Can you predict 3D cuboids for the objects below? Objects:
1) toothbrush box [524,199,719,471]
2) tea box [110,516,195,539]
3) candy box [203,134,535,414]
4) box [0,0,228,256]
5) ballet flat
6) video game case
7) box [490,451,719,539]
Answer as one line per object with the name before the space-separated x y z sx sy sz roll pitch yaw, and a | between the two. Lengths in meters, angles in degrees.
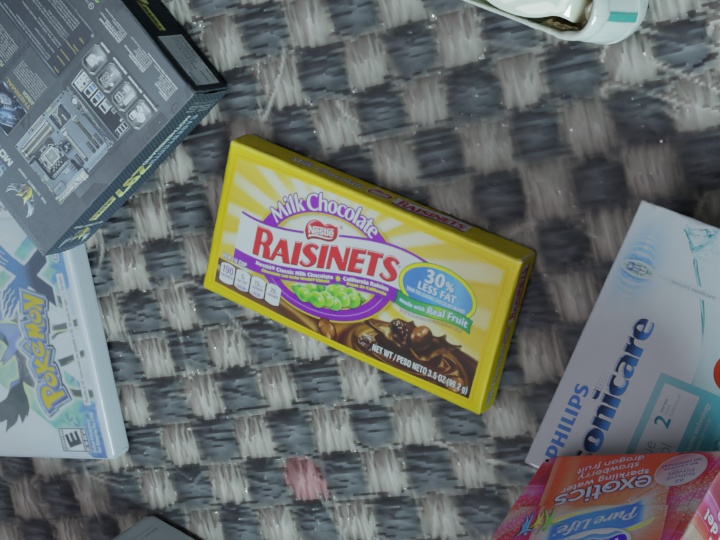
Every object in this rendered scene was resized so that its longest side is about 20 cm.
toothbrush box | 0.203 0.074 0.755 0.199 0.085 0.147 23 82 23
tea box | -0.121 0.310 1.030 0.196 0.133 0.201 27 118 21
candy box | 0.000 0.000 0.921 0.199 0.026 0.103 23 113 22
box | -0.200 -0.135 0.968 0.158 0.051 0.200 -43 82 24
ballet flat | 0.054 -0.169 0.810 0.199 0.069 0.070 26 117 21
video game case | -0.257 0.035 1.085 0.182 0.022 0.201 -3 105 31
box | 0.141 0.189 0.701 0.102 0.095 0.201 -7 118 41
